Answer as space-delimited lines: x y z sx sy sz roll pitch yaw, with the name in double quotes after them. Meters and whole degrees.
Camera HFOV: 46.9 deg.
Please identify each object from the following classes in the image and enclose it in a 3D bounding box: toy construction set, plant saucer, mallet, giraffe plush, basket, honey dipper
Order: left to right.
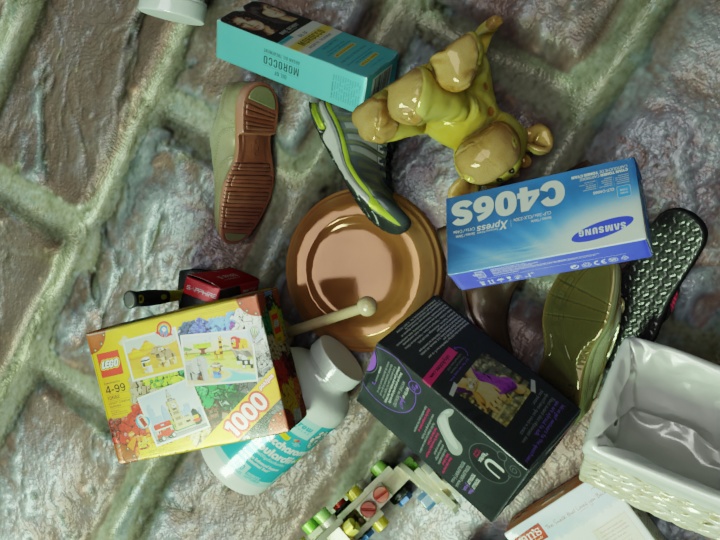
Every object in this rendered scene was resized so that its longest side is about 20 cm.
-0.227 0.040 0.983 0.041 0.200 0.066 -2 97 11 "mallet"
-0.056 0.064 0.971 0.200 0.038 0.038 -19 87 43 "honey dipper"
0.000 0.000 0.989 0.200 0.037 0.200 1 94 19 "plant saucer"
0.016 0.270 0.937 0.200 0.131 0.092 -27 77 -9 "toy construction set"
0.112 -0.154 0.888 0.172 0.200 0.162 -26 102 40 "giraffe plush"
0.328 0.176 0.821 0.200 0.123 0.136 21 62 17 "basket"

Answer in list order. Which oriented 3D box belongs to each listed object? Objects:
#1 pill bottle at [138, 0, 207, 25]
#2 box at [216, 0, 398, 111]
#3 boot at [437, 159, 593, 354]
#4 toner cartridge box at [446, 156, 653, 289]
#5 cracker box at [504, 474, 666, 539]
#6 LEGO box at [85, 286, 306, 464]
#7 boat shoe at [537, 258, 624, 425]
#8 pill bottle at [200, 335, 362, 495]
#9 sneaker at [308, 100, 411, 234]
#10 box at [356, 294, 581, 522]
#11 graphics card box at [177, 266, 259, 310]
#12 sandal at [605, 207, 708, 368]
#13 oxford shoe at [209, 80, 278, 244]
-0.210 -0.405 0.997 0.112 0.112 0.200 14 98 17 "pill bottle"
-0.063 -0.251 0.964 0.200 0.082 0.049 25 133 17 "box"
0.206 -0.004 0.911 0.200 0.064 0.187 -22 88 14 "boot"
0.188 -0.046 0.852 0.200 0.043 0.095 -12 62 23 "toner cartridge box"
0.272 0.327 0.905 0.134 0.058 0.200 -38 82 17 "cracker box"
-0.175 0.113 0.904 0.200 0.077 0.149 -14 92 13 "LEGO box"
0.237 0.071 0.882 0.073 0.063 0.201 19 109 40 "boat shoe"
-0.090 0.167 0.989 0.200 0.111 0.111 -44 79 16 "pill bottle"
0.012 -0.130 0.944 0.081 0.074 0.200 -29 68 2 "sneaker"
0.110 0.144 0.888 0.200 0.106 0.122 40 143 19 "box"
-0.190 0.100 1.010 0.051 0.125 0.200 19 98 12 "graphics card box"
0.302 0.024 0.877 0.075 0.045 0.200 41 120 28 "sandal"
-0.152 -0.134 1.027 0.074 0.071 0.200 20 100 42 "oxford shoe"
